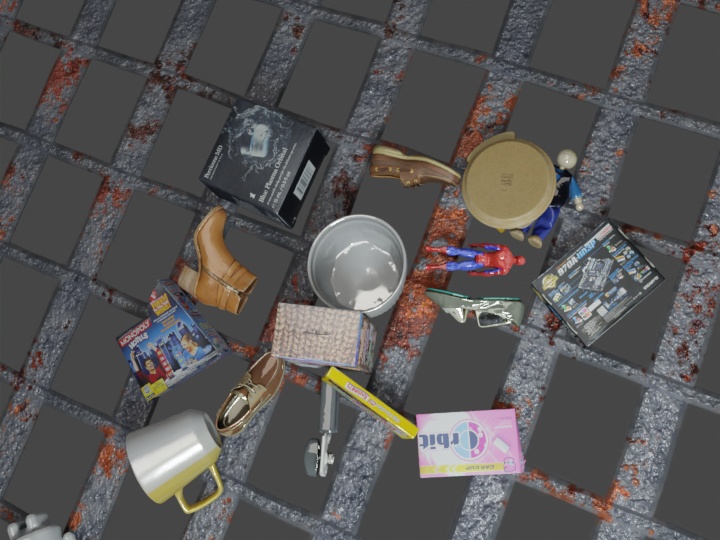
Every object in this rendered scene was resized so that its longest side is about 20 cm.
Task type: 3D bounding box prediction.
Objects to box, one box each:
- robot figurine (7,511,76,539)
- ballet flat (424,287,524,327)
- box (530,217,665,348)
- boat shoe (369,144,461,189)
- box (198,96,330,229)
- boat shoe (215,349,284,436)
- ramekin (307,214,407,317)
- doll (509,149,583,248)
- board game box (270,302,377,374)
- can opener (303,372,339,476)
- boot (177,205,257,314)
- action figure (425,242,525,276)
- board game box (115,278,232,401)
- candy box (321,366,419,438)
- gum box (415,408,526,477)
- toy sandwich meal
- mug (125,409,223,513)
[{"bbox_3d":[-0.636,0.590,1.432,0.167,0.113,0.203,-25,75,1],"label":"robot figurine"},{"bbox_3d":[0.219,0.076,1.399,0.196,0.067,0.065,7,87,12],"label":"ballet flat"},{"bbox_3d":[0.452,0.024,1.374,0.199,0.046,0.160,-41,75,1],"label":"box"},{"bbox_3d":[0.109,-0.199,1.474,0.197,0.072,0.069,18,88,20],"label":"boat shoe"},{"bbox_3d":[-0.200,-0.225,1.511,0.197,0.117,0.199,23,84,15],"label":"box"},{"bbox_3d":[-0.222,0.248,1.443,0.075,0.072,0.202,31,86,15],"label":"boat shoe"},{"bbox_3d":[0.000,0.000,1.427,0.196,0.105,0.204,-3,73,9],"label":"ramekin"},{"bbox_3d":[0.375,-0.146,1.420,0.135,0.048,0.202,24,84,26],"label":"doll"},{"bbox_3d":[-0.063,0.133,1.369,0.156,0.200,0.099,5,78,11],"label":"board game box"},{"bbox_3d":[-0.074,0.303,1.414,0.065,0.053,0.204,5,80,11],"label":"can opener"},{"bbox_3d":[-0.281,-0.020,1.510,0.153,0.074,0.203,24,96,15],"label":"boot"},{"bbox_3d":[0.227,-0.023,1.425,0.196,0.052,0.067,2,85,6],"label":"action figure"},{"bbox_3d":[-0.399,0.132,1.493,0.198,0.062,0.202,-31,82,13],"label":"board game box"},{"bbox_3d":[0.015,0.251,1.358,0.199,0.102,0.027,36,77,0],"label":"candy box"},{"bbox_3d":[0.207,0.324,1.350,0.196,0.066,0.116,-6,77,9],"label":"gum box"},{"bbox_3d":[0.289,-0.170,1.419,0.201,0.070,0.209,-5,73,17],"label":"toy sandwich meal"},{"bbox_3d":[-0.353,0.365,1.431,0.151,0.188,0.150,-28,42,-5],"label":"mug"}]
